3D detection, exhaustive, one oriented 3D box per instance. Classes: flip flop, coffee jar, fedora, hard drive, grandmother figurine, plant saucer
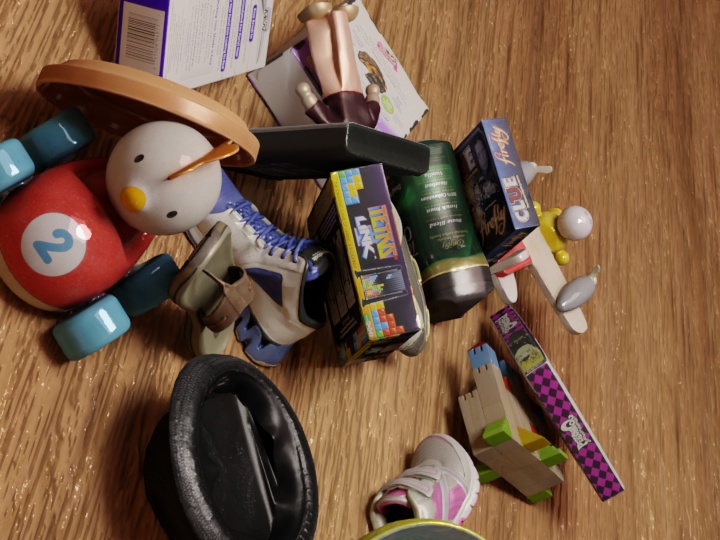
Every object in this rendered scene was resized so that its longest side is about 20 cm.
[{"bbox_3d":[-0.122,0.026,1.241,0.058,0.200,0.081,28,62,14],"label":"flip flop"},{"bbox_3d":[0.086,-0.043,1.648,0.085,0.104,0.200,-11,74,-20],"label":"coffee jar"},{"bbox_3d":[-0.122,0.175,1.204,0.201,0.092,0.201,34,43,-39],"label":"fedora"},{"bbox_3d":[-0.051,-0.116,1.410,0.139,0.200,0.033,10,83,-53],"label":"hard drive"},{"bbox_3d":[-0.018,-0.184,1.513,0.121,0.061,0.200,-7,79,-34],"label":"grandmother figurine"},{"bbox_3d":[-0.183,-0.140,1.242,0.200,0.200,0.032,25,79,-46],"label":"plant saucer"}]

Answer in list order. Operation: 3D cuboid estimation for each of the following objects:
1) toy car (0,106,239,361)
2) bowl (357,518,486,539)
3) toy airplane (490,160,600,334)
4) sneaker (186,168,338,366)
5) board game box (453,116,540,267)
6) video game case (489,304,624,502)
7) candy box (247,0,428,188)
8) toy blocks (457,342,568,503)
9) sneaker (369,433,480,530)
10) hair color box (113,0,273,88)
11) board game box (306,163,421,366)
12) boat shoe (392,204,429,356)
[{"bbox_3d":[-0.189,-0.059,1.166,0.184,0.200,0.177,59,32,-8],"label":"toy car"},{"bbox_3d":[0.042,0.316,1.310,0.200,0.200,0.108,56,-9,-13],"label":"bowl"},{"bbox_3d":[0.224,-0.039,1.794,0.200,0.141,0.199,40,34,-43],"label":"toy airplane"},{"bbox_3d":[-0.084,-0.017,1.371,0.081,0.115,0.200,-27,92,-59],"label":"sneaker"},{"bbox_3d":[0.137,-0.077,1.672,0.035,0.200,0.136,-10,74,-22],"label":"board game box"},{"bbox_3d":[0.233,0.156,1.699,0.200,0.036,0.181,57,4,-22],"label":"video game case"},{"bbox_3d":[-0.020,-0.204,1.636,0.168,0.071,0.200,56,33,-13],"label":"candy box"},{"bbox_3d":[0.169,0.170,1.646,0.200,0.100,0.137,42,28,-49],"label":"toy blocks"},{"bbox_3d":[0.061,0.237,1.440,0.088,0.081,0.200,48,35,-28],"label":"sneaker"},{"bbox_3d":[-0.163,-0.247,1.418,0.200,0.065,0.109,-29,133,-57],"label":"hair color box"},{"bbox_3d":[0.000,0.000,1.414,0.200,0.057,0.166,131,-52,-76],"label":"board game box"},{"bbox_3d":[0.028,0.002,1.569,0.060,0.072,0.202,53,19,-59],"label":"boat shoe"}]
